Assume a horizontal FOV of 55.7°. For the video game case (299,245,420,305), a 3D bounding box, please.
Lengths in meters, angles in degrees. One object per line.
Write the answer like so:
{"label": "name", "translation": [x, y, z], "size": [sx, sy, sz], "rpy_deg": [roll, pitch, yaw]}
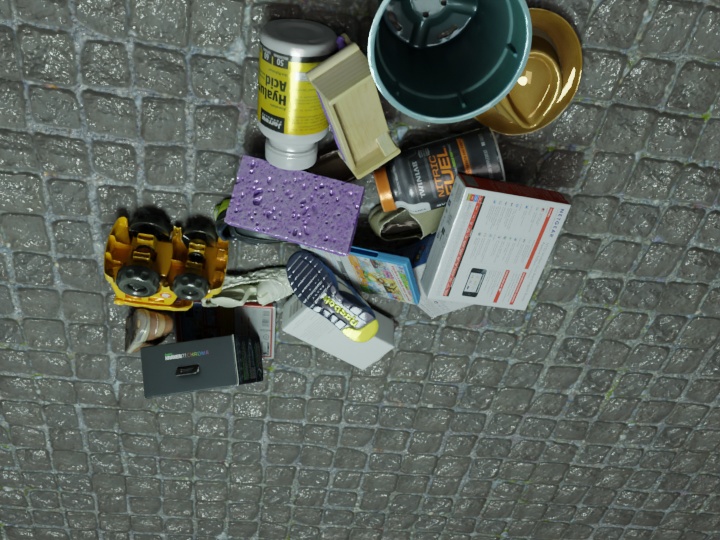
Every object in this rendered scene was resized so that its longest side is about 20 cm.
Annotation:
{"label": "video game case", "translation": [0.000, 0.000, 1.189], "size": [0.199, 0.018, 0.143], "rpy_deg": [13, 154, 21]}

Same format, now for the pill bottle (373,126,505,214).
{"label": "pill bottle", "translation": [0.123, -0.153, 1.091], "size": [0.199, 0.106, 0.107], "rpy_deg": [-15, 127, 6]}

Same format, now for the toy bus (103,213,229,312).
{"label": "toy bus", "translation": [-0.341, 0.013, 1.208], "size": [0.199, 0.136, 0.192], "rpy_deg": [8, 145, -10]}

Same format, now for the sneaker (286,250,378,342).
{"label": "sneaker", "translation": [-0.051, 0.044, 1.202], "size": [0.074, 0.082, 0.200], "rpy_deg": [-43, 97, 12]}

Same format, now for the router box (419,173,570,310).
{"label": "router box", "translation": [0.209, -0.039, 1.077], "size": [0.179, 0.049, 0.201], "rpy_deg": [8, 120, -16]}

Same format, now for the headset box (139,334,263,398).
{"label": "headset box", "translation": [-0.289, 0.175, 1.259], "size": [0.173, 0.093, 0.200], "rpy_deg": [-8, 173, 4]}

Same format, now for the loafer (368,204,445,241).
{"label": "loafer", "translation": [0.111, -0.093, 1.167], "size": [0.199, 0.068, 0.076], "rpy_deg": [-18, 127, 12]}

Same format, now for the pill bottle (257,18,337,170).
{"label": "pill bottle", "translation": [-0.096, -0.255, 1.007], "size": [0.111, 0.112, 0.201], "rpy_deg": [4, 128, -5]}

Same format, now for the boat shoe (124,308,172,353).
{"label": "boat shoe", "translation": [-0.398, 0.117, 1.275], "size": [0.071, 0.076, 0.200], "rpy_deg": [4, 169, -27]}

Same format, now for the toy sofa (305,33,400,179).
{"label": "toy sofa", "translation": [-0.014, -0.233, 0.983], "size": [0.083, 0.098, 0.200], "rpy_deg": [-34, 153, -4]}

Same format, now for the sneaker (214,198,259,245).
{"label": "sneaker", "translation": [-0.154, -0.077, 1.164], "size": [0.199, 0.081, 0.074], "rpy_deg": [-5, 129, 1]}

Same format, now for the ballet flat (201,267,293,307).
{"label": "ballet flat", "translation": [-0.204, 0.041, 1.266], "size": [0.199, 0.072, 0.072], "rpy_deg": [-6, 128, 2]}

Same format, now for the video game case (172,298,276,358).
{"label": "video game case", "translation": [-0.269, 0.115, 1.352], "size": [0.199, 0.017, 0.143], "rpy_deg": [4, 128, -5]}

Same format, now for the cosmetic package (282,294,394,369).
{"label": "cosmetic package", "translation": [-0.040, 0.105, 1.306], "size": [0.200, 0.074, 0.102], "rpy_deg": [30, 130, -28]}

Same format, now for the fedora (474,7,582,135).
{"label": "fedora", "translation": [0.245, -0.281, 1.014], "size": [0.200, 0.082, 0.201], "rpy_deg": [0, 129, -1]}

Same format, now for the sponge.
{"label": "sponge", "translation": [-0.100, -0.100, 1.056], "size": [0.199, 0.030, 0.112], "rpy_deg": [15, 83, 4]}

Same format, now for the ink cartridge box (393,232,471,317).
{"label": "ink cartridge box", "translation": [0.167, -0.003, 1.197], "size": [0.200, 0.077, 0.136], "rpy_deg": [-21, 130, 42]}

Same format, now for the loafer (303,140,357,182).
{"label": "loafer", "translation": [-0.054, -0.156, 1.111], "size": [0.199, 0.071, 0.073], "rpy_deg": [-20, 126, 13]}

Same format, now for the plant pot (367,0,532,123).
{"label": "plant pot", "translation": [0.104, -0.330, 0.898], "size": [0.199, 0.196, 0.201], "rpy_deg": [-1, 128, -2]}

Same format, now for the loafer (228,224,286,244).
{"label": "loafer", "translation": [-0.111, -0.081, 1.101], "size": [0.200, 0.070, 0.068], "rpy_deg": [-5, 91, -16]}
